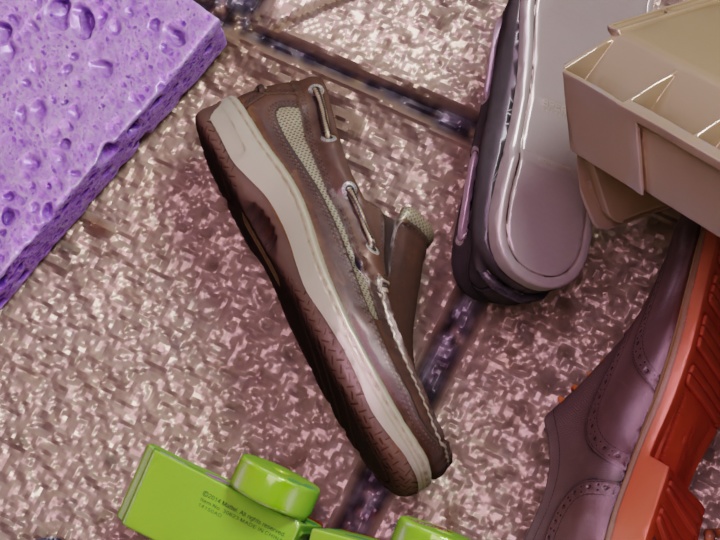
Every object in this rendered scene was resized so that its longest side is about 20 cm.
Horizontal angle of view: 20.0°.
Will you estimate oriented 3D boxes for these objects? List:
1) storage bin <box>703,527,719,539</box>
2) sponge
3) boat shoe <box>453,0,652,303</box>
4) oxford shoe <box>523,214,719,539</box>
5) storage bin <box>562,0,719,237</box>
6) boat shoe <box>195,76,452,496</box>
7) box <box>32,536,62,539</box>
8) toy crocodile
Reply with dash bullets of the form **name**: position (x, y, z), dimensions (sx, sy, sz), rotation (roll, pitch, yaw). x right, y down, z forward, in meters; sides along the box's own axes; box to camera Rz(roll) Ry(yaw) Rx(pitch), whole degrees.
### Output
- **storage bin**: position (0.209, 0.116, 0.799), dimensions (0.145, 0.134, 0.201), rotation (2, 71, 6)
- **sponge**: position (-0.168, -0.068, 0.952), dimensions (0.111, 0.030, 0.200), rotation (37, 79, 16)
- **boat shoe**: position (0.080, -0.080, 0.910), dimensions (0.067, 0.057, 0.201), rotation (24, 68, -23)
- **oxford shoe**: position (0.116, 0.051, 0.866), dimensions (0.073, 0.071, 0.201), rotation (5, 59, 31)
- **storage bin**: position (0.211, -0.044, 0.786), dimensions (0.198, 0.094, 0.200), rotation (-19, 30, -19)
- **boat shoe**: position (0.000, -0.003, 0.892), dimensions (0.075, 0.075, 0.203), rotation (-25, 71, -9)
- **box**: position (-0.206, 0.210, 0.854), dimensions (0.199, 0.051, 0.159), rotation (-12, 72, 2)
- **toy crocodile**: position (-0.011, 0.127, 0.860), dimensions (0.199, 0.062, 0.068), rotation (19, 88, 17)
